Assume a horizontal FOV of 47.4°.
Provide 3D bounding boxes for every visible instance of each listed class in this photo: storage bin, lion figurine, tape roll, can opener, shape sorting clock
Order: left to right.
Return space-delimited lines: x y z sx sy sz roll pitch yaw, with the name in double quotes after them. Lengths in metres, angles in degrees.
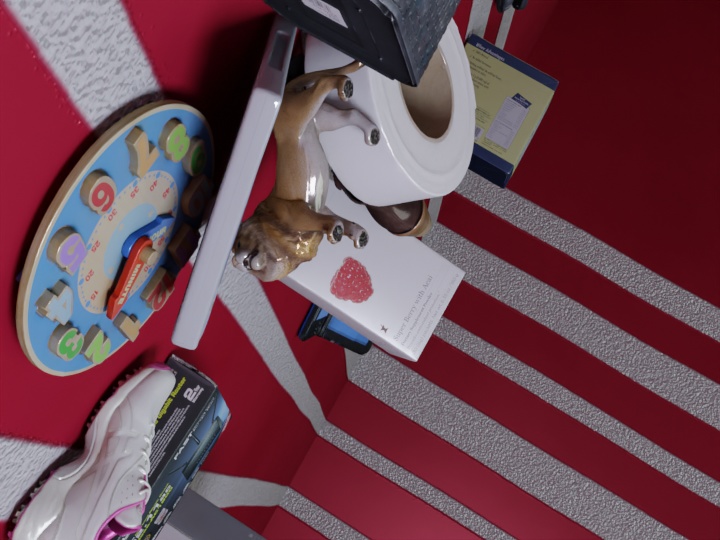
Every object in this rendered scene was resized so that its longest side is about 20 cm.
-0.157 -0.019 0.559 0.203 0.039 0.200 -60 172 -13 "shape sorting clock"
-0.050 -0.086 0.686 0.072 0.121 0.206 0 104 -52 "lion figurine"
-0.005 -0.208 0.528 0.095 0.133 0.200 -61 172 4 "storage bin"
0.034 -0.166 0.760 0.201 0.069 0.208 15 71 -54 "tape roll"
0.323 -0.591 1.604 0.079 0.062 0.201 -56 170 -31 "can opener"

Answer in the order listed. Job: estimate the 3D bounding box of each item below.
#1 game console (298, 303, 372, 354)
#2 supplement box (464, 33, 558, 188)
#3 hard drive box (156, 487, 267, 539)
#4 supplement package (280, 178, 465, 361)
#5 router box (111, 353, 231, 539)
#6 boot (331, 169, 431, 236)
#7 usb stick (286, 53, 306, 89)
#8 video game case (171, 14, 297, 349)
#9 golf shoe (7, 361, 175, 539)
-0.007 0.054 1.492 0.203 0.116 0.171 -63 172 8 "game console"
0.250 -0.308 1.605 0.203 0.197 0.134 -59 172 -3 "supplement box"
-0.207 0.388 1.048 0.158 0.197 0.077 -63 172 23 "hard drive box"
0.000 0.000 0.966 0.123 0.198 0.120 -59 -170 -7 "supplement package"
-0.216 0.205 0.856 0.202 0.061 0.150 -59 171 -19 "router box"
0.003 -0.131 0.881 0.072 0.203 0.166 -36 155 16 "boot"
-0.058 -0.138 0.807 0.056 0.032 0.201 -63 172 -18 "usb stick"
-0.092 -0.073 0.619 0.184 0.022 0.203 -91 -157 -59 "video game case"
-0.208 0.174 0.707 0.202 0.090 0.076 -58 171 -31 "golf shoe"
